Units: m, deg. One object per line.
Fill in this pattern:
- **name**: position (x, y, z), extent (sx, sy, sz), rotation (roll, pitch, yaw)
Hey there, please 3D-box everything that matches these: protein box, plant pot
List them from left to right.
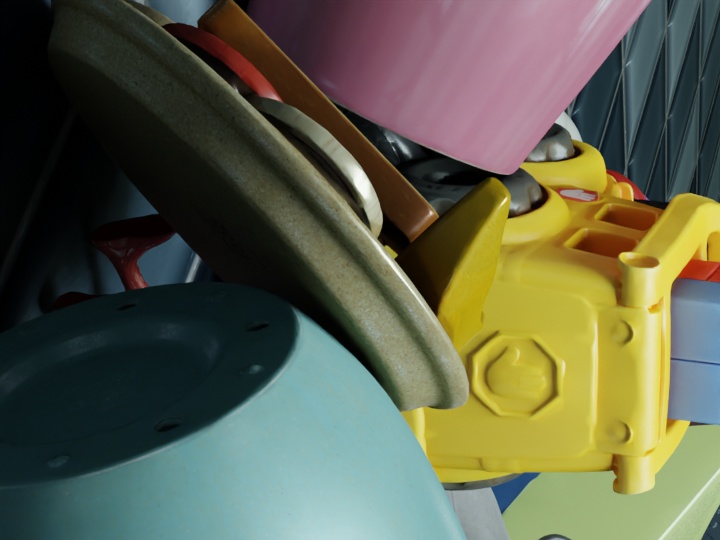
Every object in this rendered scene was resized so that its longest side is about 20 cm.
- **plant pot**: position (-0.059, 0.100, 0.657), extent (0.201, 0.201, 0.161), rotation (-55, 134, -58)
- **plant pot**: position (0.045, -0.146, 0.883), extent (0.179, 0.200, 0.200), rotation (-64, 168, 10)
- **protein box**: position (0.081, 0.141, 1.138), extent (0.199, 0.135, 0.200), rotation (-46, 164, -19)

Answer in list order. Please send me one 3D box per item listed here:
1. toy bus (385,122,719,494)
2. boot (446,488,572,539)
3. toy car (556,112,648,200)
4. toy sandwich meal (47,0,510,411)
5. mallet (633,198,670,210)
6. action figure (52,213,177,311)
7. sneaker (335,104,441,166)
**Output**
- **toy bus**: position (0.111, 0.014, 0.947), extent (0.200, 0.192, 0.136), rotation (-40, 131, -63)
- **boot**: position (0.063, 0.142, 0.936), extent (0.132, 0.070, 0.200), rotation (121, -35, -52)
- **toy car**: position (0.104, -0.017, 1.254), extent (0.200, 0.150, 0.175), rotation (35, 67, -75)
- **toy sandwich meal**: position (-0.019, -0.034, 0.705), extent (0.070, 0.205, 0.205), rotation (-45, 157, -10)
- **mallet**: position (0.085, -0.040, 1.087), extent (0.041, 0.200, 0.066), rotation (36, 58, -52)
- **action figure**: position (-0.030, 0.072, 0.813), extent (0.065, 0.099, 0.200), rotation (-66, 146, -42)
- **sneaker**: position (0.000, 0.000, 1.014), extent (0.114, 0.075, 0.200), rotation (-58, 153, -47)
